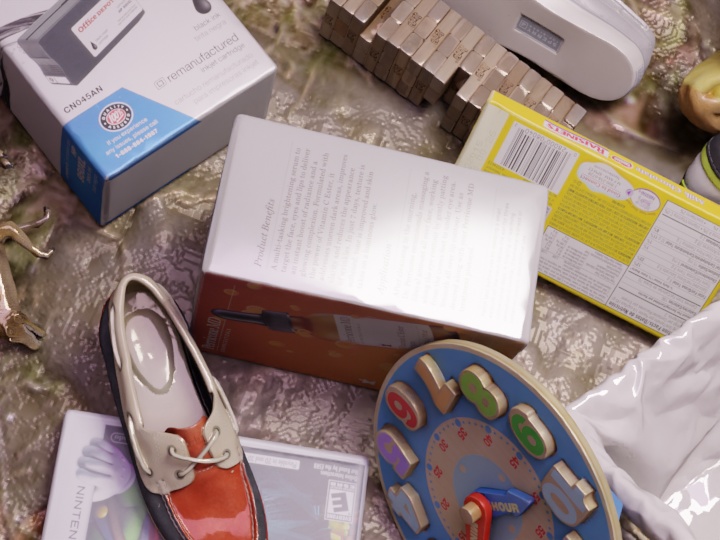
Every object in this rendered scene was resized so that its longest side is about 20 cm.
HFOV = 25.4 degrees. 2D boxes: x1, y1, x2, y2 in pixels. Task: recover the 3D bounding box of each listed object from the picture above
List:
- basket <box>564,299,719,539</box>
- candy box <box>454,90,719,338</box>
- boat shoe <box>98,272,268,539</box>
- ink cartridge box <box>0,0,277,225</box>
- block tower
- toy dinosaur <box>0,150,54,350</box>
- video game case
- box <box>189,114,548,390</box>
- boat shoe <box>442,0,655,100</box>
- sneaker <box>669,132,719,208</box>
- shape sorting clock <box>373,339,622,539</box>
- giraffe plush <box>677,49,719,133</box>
[{"bbox_3d":[0.248,0.143,0.975,0.199,0.161,0.198,-32,53,-19],"label":"basket"},{"bbox_3d":[0.155,-0.034,1.088,0.199,0.103,0.026,27,33,0],"label":"candy box"},{"bbox_3d":[-0.109,0.097,0.985,0.071,0.063,0.201,-18,75,-17],"label":"boat shoe"},{"bbox_3d":[-0.174,-0.157,1.076,0.144,0.084,0.200,-36,79,-20],"label":"ink cartridge box"},{"bbox_3d":[0.068,-0.138,1.130,0.200,0.058,0.054,38,69,3],"label":"block tower"},{"bbox_3d":[-0.269,-0.036,1.030,0.200,0.058,0.101,38,69,4],"label":"toy dinosaur"},{"bbox_3d":[-0.102,0.190,0.997,0.199,0.023,0.183,10,69,-7],"label":"video game case"},{"bbox_3d":[0.000,0.000,1.015,0.199,0.152,0.107,12,69,-5],"label":"box"},{"bbox_3d":[0.127,-0.204,1.162,0.199,0.072,0.069,31,46,9],"label":"boat shoe"},{"bbox_3d":[0.298,-0.044,1.136,0.199,0.083,0.072,19,45,-28],"label":"sneaker"},{"bbox_3d":[0.076,0.137,0.956,0.039,0.200,0.200,-28,76,-38],"label":"shape sorting clock"},{"bbox_3d":[0.319,-0.193,1.150,0.172,0.200,0.163,26,37,-33],"label":"giraffe plush"}]
